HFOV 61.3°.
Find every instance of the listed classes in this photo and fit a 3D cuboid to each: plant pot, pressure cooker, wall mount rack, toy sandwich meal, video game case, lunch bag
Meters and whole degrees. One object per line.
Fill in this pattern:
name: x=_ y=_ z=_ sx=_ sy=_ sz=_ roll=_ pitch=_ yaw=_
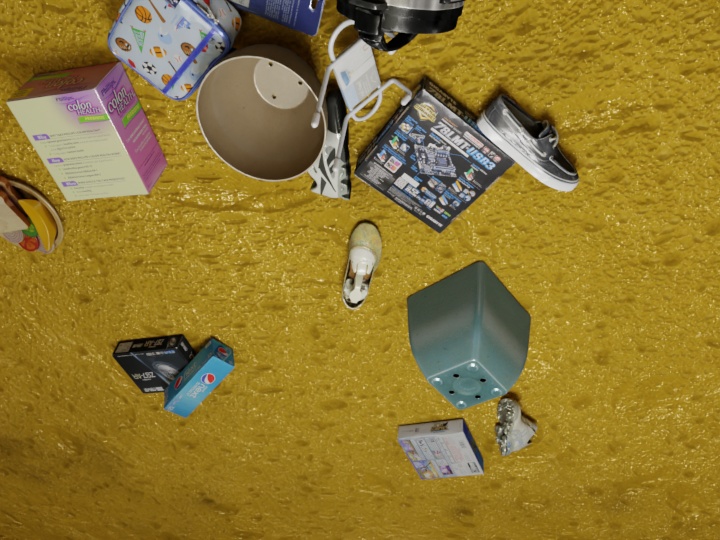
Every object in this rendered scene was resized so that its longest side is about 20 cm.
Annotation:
plant pot: x=0.211 y=0.149 z=1.197 sx=0.194 sy=0.203 sz=0.195 roll=-28 pitch=123 yaw=33
pressure cooker: x=0.054 y=-0.378 z=0.749 sx=0.171 sy=0.180 sz=0.204 roll=-4 pitch=126 yaw=-19
plant pot: x=-0.136 y=-0.262 z=0.935 sx=0.195 sy=0.136 sz=0.203 roll=6 pitch=134 yaw=6
wall mount rack: x=-0.008 y=-0.251 z=0.885 sx=0.173 sy=0.075 sz=0.201 roll=-41 pitch=155 yaw=-5
toy sandwich meal: x=-0.711 y=-0.104 z=1.245 sx=0.199 sy=0.071 sz=0.208 roll=6 pitch=133 yaw=6
video game case: x=0.214 y=0.473 z=1.603 sx=0.177 sy=0.046 sz=0.202 roll=-13 pitch=128 yaw=21
lunch bag: x=-0.272 y=-0.350 z=0.901 sx=0.159 sy=0.077 sz=0.198 roll=38 pitch=142 yaw=-26

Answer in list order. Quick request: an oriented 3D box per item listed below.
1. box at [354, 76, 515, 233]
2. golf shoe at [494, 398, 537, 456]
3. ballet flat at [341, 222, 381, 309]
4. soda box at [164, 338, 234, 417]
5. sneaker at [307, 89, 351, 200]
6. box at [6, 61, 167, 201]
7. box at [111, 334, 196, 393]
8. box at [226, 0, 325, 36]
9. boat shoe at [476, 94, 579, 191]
box: x=0.121 y=-0.183 z=1.014 sx=0.198 sy=0.050 sz=0.199 roll=31 pitch=130 yaw=-16
golf shoe: x=0.380 y=0.367 z=1.466 sx=0.095 sy=0.079 sz=0.203 roll=-10 pitch=138 yaw=-2
ballet flat: x=0.000 y=0.000 z=1.196 sx=0.069 sy=0.072 sz=0.203 roll=13 pitch=133 yaw=-1
soda box: x=-0.392 y=0.263 z=1.472 sx=0.067 sy=0.065 sz=0.200 roll=33 pitch=111 yaw=-34
sneaker: x=-0.061 y=-0.203 z=1.015 sx=0.086 sy=0.075 sz=0.203 roll=4 pitch=133 yaw=5
box: x=-0.465 y=-0.236 z=1.055 sx=0.171 sy=0.098 sz=0.203 roll=-3 pitch=133 yaw=14
box: x=-0.501 y=0.240 z=1.537 sx=0.195 sy=0.044 sz=0.162 roll=-7 pitch=130 yaw=17
box: x=-0.138 y=-0.423 z=0.856 sx=0.196 sy=0.033 sz=0.122 roll=20 pitch=133 yaw=-4
boat shoe: x=0.278 y=-0.202 z=0.953 sx=0.198 sy=0.072 sz=0.068 roll=35 pitch=132 yaw=-10
